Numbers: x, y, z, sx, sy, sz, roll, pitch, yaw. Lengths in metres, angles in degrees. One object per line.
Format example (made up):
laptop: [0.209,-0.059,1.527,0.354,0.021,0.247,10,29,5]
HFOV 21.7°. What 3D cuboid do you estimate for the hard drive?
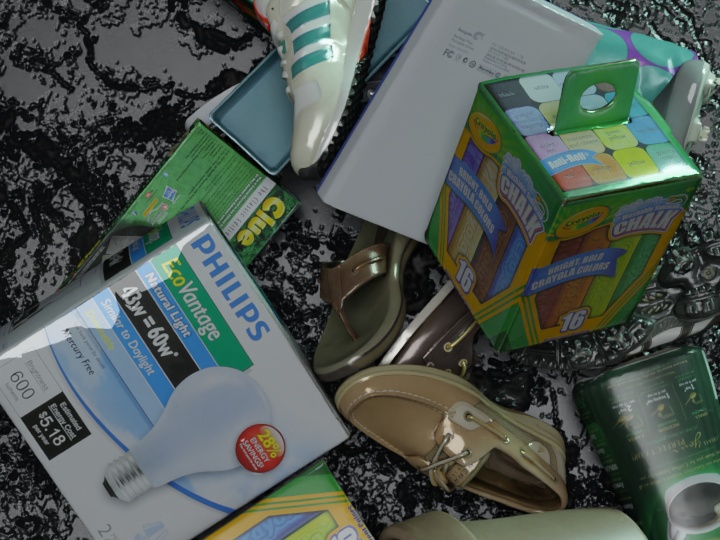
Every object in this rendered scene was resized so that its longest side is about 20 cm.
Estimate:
hard drive: [0.072,-0.116,1.375,0.132,0.025,0.200,21,111,-31]

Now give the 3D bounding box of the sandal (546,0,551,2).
sandal: [0.091,-0.244,1.441,0.079,0.059,0.207,-5,45,-19]

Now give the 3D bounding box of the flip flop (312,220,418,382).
flip flop: [0.000,0.000,1.423,0.058,0.081,0.200,40,51,-29]

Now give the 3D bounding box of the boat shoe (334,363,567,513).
boat shoe: [0.073,0.128,1.397,0.200,0.071,0.065,20,39,-23]

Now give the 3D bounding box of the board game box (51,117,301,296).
board game box: [-0.149,-0.009,1.457,0.105,0.023,0.200,39,93,-13]

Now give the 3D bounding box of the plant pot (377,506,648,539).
plant pot: [0.129,0.256,1.375,0.174,0.200,0.200,-17,82,-18]

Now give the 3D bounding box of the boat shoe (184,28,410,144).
boat shoe: [-0.036,-0.127,1.480,0.200,0.072,0.068,-19,81,-8]

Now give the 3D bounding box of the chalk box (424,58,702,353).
chalk box: [0.146,-0.060,1.318,0.124,0.200,0.124,-11,52,-27]

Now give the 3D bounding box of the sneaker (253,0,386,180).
sneaker: [-0.040,-0.163,1.404,0.093,0.070,0.200,13,73,5]

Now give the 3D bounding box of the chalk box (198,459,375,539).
chalk box: [-0.084,0.246,1.348,0.200,0.125,0.124,-33,85,-16]

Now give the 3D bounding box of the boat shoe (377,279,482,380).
boat shoe: [0.070,0.050,1.450,0.060,0.072,0.200,36,79,9]

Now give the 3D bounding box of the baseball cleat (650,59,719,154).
baseball cleat: [0.197,-0.082,1.414,0.106,0.200,0.070,21,39,8]

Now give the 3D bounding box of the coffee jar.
coffee jar: [0.240,0.163,1.421,0.104,0.085,0.200,-17,82,-8]

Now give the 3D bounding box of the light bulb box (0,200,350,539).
light bulb box: [-0.146,0.086,1.398,0.200,0.125,0.198,-33,103,-2]

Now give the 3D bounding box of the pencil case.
pencil case: [0.163,-0.152,1.466,0.200,0.085,0.092,14,69,4]

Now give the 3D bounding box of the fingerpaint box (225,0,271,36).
fingerpaint box: [-0.053,-0.303,1.498,0.167,0.073,0.200,39,85,6]

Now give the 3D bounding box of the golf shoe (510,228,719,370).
golf shoe: [0.211,0.036,1.438,0.200,0.094,0.078,-16,72,11]

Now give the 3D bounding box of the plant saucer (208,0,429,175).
plant saucer: [-0.025,-0.161,1.444,0.070,0.019,0.200,42,75,5]
